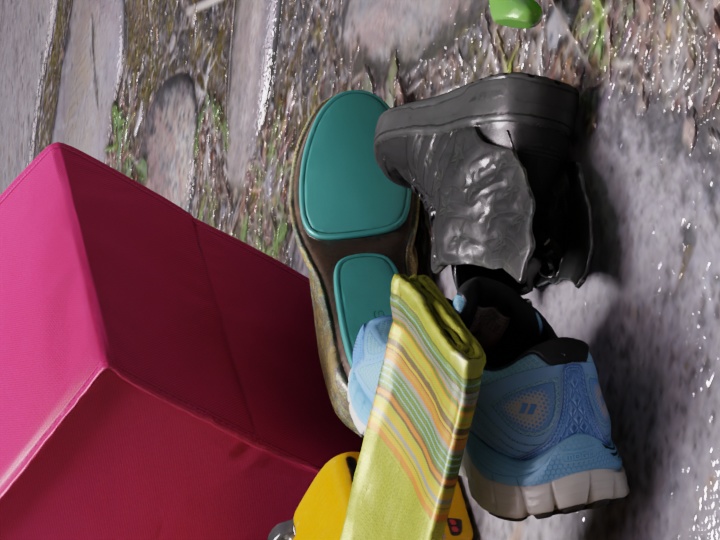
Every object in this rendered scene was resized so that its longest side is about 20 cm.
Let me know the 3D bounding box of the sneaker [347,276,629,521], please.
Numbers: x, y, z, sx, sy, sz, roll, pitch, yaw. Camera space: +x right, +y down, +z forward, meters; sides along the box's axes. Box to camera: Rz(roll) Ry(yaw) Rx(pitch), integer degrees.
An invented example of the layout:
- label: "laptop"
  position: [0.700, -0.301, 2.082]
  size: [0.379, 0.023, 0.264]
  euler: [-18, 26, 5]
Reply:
- label: "sneaker"
  position: [0.057, 0.042, 1.281]
  size: [0.200, 0.078, 0.090]
  euler: [22, 117, 61]

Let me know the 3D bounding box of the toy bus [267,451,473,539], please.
- label: "toy bus"
  position: [-0.014, 0.183, 1.449]
  size: [0.065, 0.078, 0.200]
  euler: [-108, 31, -48]

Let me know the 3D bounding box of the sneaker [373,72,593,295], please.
- label: "sneaker"
  position: [0.053, -0.029, 1.349]
  size: [0.200, 0.060, 0.104]
  euler: [161, 118, -65]

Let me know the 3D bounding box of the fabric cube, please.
- label: "fabric cube"
  position: [-0.131, 0.093, 1.550]
  size: [0.196, 0.200, 0.199]
  euler: [-47, 33, 21]

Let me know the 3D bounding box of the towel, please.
- label: "towel"
  position: [0.012, 0.108, 1.231]
  size: [0.086, 0.018, 0.200]
  euler: [-124, 43, -62]

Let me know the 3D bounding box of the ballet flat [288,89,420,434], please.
- label: "ballet flat"
  position: [0.000, 0.000, 1.496]
  size: [0.071, 0.071, 0.200]
  euler: [118, 151, -48]

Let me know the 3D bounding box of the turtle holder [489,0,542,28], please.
- label: "turtle holder"
  position: [0.050, -0.191, 1.333]
  size: [0.186, 0.141, 0.132]
  euler: [38, -112, -66]
